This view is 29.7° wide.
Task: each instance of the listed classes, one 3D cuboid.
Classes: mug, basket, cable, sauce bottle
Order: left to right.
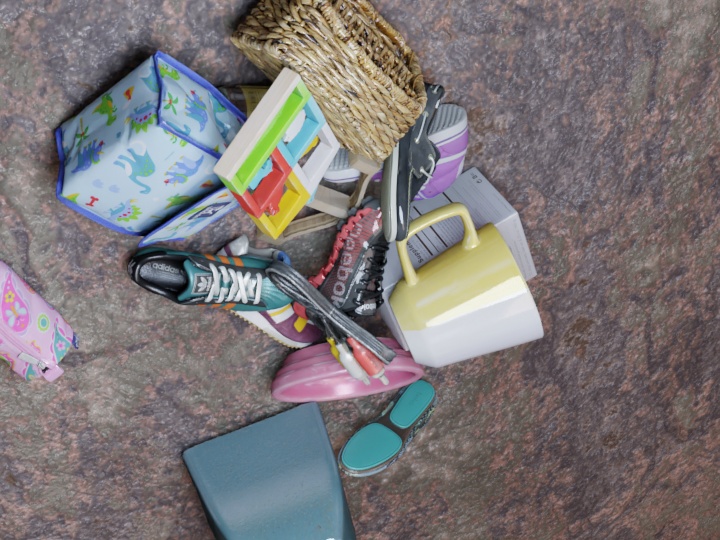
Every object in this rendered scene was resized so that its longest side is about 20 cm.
[{"bbox_3d":[-0.069,-0.177,1.550,0.200,0.065,0.065,-1,124,-27],"label":"sauce bottle"},{"bbox_3d":[-0.033,0.067,1.564,0.200,0.097,0.050,43,73,-32],"label":"cable"},{"bbox_3d":[-0.010,-0.234,1.449,0.149,0.143,0.200,-51,121,-8],"label":"basket"},{"bbox_3d":[0.110,0.025,1.614,0.153,0.187,0.149,-24,176,1],"label":"mug"}]

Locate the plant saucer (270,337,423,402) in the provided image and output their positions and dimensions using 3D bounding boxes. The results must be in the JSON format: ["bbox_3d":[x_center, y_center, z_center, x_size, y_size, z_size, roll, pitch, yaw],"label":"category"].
[{"bbox_3d":[-0.019,0.128,1.764,0.200,0.051,0.201,-8,167,-2],"label":"plant saucer"}]

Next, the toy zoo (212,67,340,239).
[{"bbox_3d":[-0.081,-0.114,1.434,0.131,0.020,0.200,-56,157,-10],"label":"toy zoo"}]

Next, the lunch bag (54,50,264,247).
[{"bbox_3d":[-0.201,-0.112,1.460,0.170,0.128,0.200,-29,143,28],"label":"lunch bag"}]

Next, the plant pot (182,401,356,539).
[{"bbox_3d":[-0.100,0.336,1.813,0.196,0.200,0.196,-21,137,-9],"label":"plant pot"}]

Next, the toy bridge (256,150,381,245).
[{"bbox_3d":[-0.038,-0.083,1.601,0.067,0.027,0.200,20,141,-36],"label":"toy bridge"}]

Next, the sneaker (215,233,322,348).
[{"bbox_3d":[-0.102,0.027,1.680,0.090,0.075,0.200,-45,134,16],"label":"sneaker"}]

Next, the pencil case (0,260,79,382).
[{"bbox_3d":[-0.405,0.045,1.517,0.087,0.087,0.200,-37,133,0],"label":"pencil case"}]

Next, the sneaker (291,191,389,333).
[{"bbox_3d":[0.000,0.000,1.618,0.071,0.098,0.201,-1,131,-53],"label":"sneaker"}]

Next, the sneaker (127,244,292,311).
[{"bbox_3d":[-0.172,0.015,1.574,0.200,0.080,0.071,7,101,-2],"label":"sneaker"}]

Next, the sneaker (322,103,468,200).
[{"bbox_3d":[0.044,-0.120,1.654,0.200,0.073,0.114,-18,134,-17],"label":"sneaker"}]

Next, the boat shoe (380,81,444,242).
[{"bbox_3d":[0.059,-0.127,1.553,0.068,0.200,0.072,9,161,-7],"label":"boat shoe"}]

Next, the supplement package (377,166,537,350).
[{"bbox_3d":[0.102,-0.015,1.731,0.200,0.120,0.121,-30,133,-6],"label":"supplement package"}]

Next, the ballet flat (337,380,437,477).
[{"bbox_3d":[0.039,0.234,1.884,0.200,0.074,0.074,-38,140,-35],"label":"ballet flat"}]
